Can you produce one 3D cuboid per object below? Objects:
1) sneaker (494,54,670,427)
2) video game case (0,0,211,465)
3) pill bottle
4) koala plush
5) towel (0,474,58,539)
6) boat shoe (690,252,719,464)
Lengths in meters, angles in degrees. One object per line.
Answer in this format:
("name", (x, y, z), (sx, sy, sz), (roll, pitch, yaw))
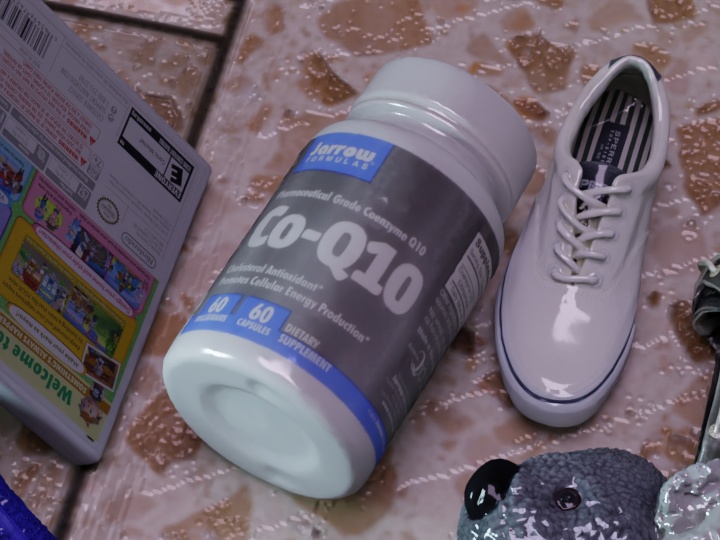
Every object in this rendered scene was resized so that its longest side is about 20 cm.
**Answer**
("sneaker", (0.109, -0.021, 1.301), (0.073, 0.071, 0.201), (9, 59, 7))
("video game case", (-0.165, -0.035, 1.257), (0.022, 0.200, 0.183), (-10, 48, 39))
("pill bottle", (0.000, 0.000, 1.266), (0.113, 0.114, 0.200), (24, 62, 15))
("koala plush", (0.076, 0.157, 1.143), (0.184, 0.177, 0.200), (51, 58, -14))
("towel", (-0.163, 0.189, 1.136), (0.148, 0.050, 0.200), (-41, 91, -12))
("boat shoe", (0.195, 0.014, 1.279), (0.063, 0.071, 0.201), (7, 60, 4))
